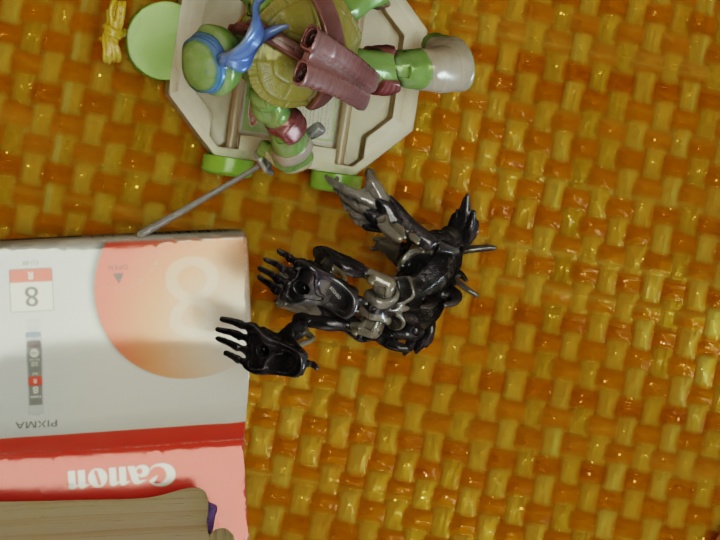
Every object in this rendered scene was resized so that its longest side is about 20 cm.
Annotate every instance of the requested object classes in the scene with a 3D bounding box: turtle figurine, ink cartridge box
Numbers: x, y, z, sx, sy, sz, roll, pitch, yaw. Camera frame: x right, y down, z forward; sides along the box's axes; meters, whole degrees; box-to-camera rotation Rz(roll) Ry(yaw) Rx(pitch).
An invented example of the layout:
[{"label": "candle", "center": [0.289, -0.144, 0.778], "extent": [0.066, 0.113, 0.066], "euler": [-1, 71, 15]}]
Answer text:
[{"label": "turtle figurine", "center": [-0.042, -0.138, 1.347], "extent": [0.193, 0.200, 0.144], "euler": [-14, 74, -30]}, {"label": "ink cartridge box", "center": [-0.147, 0.078, 1.393], "extent": [0.161, 0.050, 0.201], "euler": [-3, 92, -11]}]

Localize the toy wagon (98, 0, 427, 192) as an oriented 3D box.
[{"label": "toy wagon", "center": [-0.061, -0.133, 1.400], "extent": [0.199, 0.040, 0.156], "euler": [8, 92, -12]}]

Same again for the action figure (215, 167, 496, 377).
[{"label": "action figure", "center": [0.000, 0.000, 1.382], "extent": [0.102, 0.200, 0.119], "euler": [38, 118, 21]}]

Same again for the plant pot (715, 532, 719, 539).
[{"label": "plant pot", "center": [0.328, 0.224, 1.440], "extent": [0.200, 0.200, 0.140], "euler": [-47, 117, -5]}]

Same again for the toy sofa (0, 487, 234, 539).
[{"label": "toy sofa", "center": [-0.177, 0.197, 1.382], "extent": [0.199, 0.098, 0.083], "euler": [-1, 133, -12]}]
